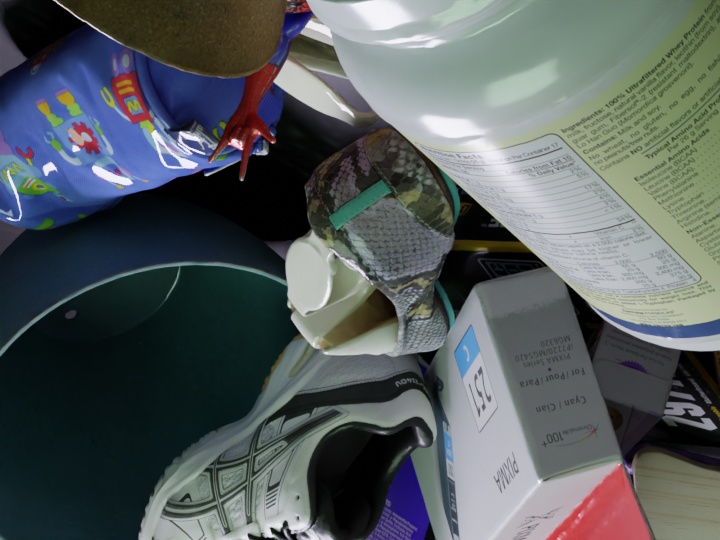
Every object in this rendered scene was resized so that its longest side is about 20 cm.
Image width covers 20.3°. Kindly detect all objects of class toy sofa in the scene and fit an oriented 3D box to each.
[{"bbox_3d":[0.222,0.133,1.046,0.200,0.098,0.083,8,-161,1],"label":"toy sofa"}]

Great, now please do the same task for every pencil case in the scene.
[{"bbox_3d":[-0.106,-0.069,0.892,0.087,0.078,0.200,52,148,-15],"label":"pencil case"}]

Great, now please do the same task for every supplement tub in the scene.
[{"bbox_3d":[0.081,-0.078,0.644,0.145,0.145,0.200,-4,147,43],"label":"supplement tub"}]

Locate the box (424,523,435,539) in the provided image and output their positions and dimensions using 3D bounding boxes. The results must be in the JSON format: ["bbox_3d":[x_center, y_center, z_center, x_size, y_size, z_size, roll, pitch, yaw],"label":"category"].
[{"bbox_3d":[0.008,0.166,1.292,0.200,0.104,0.182,13,157,16],"label":"box"}]

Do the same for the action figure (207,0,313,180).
[{"bbox_3d":[-0.080,-0.110,0.733,0.200,0.099,0.065,23,164,5],"label":"action figure"}]

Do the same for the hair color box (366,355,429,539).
[{"bbox_3d":[-0.017,0.120,1.085,0.109,0.200,0.065,-6,148,45],"label":"hair color box"}]

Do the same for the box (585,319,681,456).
[{"bbox_3d":[0.107,0.078,0.983,0.041,0.039,0.200,21,157,-1],"label":"box"}]

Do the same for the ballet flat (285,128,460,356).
[{"bbox_3d":[0.000,0.000,0.834,0.072,0.072,0.200,17,163,6],"label":"ballet flat"}]

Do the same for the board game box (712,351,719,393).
[{"bbox_3d":[0.226,0.004,0.826,0.165,0.057,0.200,12,156,20],"label":"board game box"}]

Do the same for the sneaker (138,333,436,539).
[{"bbox_3d":[-0.039,0.112,0.984,0.076,0.088,0.200,19,119,-37],"label":"sneaker"}]

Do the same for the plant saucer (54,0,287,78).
[{"bbox_3d":[-0.084,-0.148,0.617,0.035,0.200,0.200,-39,126,22],"label":"plant saucer"}]

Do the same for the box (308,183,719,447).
[{"bbox_3d":[0.093,0.020,0.976,0.160,0.049,0.200,1,151,33],"label":"box"}]

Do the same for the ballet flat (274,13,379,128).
[{"bbox_3d":[0.025,-0.078,0.790,0.200,0.069,0.069,20,157,-1],"label":"ballet flat"}]

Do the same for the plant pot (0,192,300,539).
[{"bbox_3d":[-0.121,0.037,1.036,0.200,0.200,0.135,42,-168,-42],"label":"plant pot"}]

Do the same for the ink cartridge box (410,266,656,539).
[{"bbox_3d":[0.079,0.115,0.930,0.045,0.176,0.200,-14,161,-14],"label":"ink cartridge box"}]
